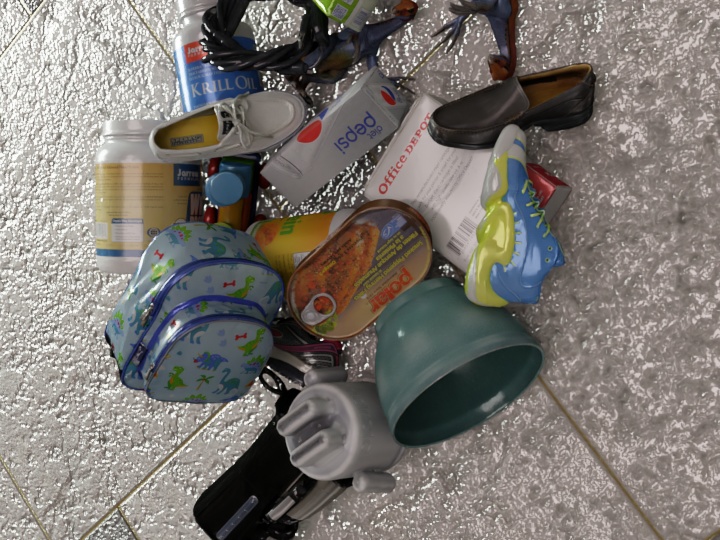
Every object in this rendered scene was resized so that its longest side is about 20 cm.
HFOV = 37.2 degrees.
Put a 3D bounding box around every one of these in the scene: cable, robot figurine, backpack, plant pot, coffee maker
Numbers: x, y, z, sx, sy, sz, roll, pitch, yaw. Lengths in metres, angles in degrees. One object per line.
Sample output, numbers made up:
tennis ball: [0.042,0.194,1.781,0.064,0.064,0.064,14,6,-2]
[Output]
cable: [-0.120,-0.300,1.324,0.161,0.051,0.201,-10,46,2]
robot figurine: [-0.012,0.192,1.292,0.113,0.199,0.171,-34,68,28]
backpack: [-0.185,0.056,1.271,0.147,0.182,0.201,51,122,42]
plant pot: [0.097,0.094,1.253,0.200,0.200,0.135,-42,59,22]
coffee maker: [-0.121,0.261,1.402,0.200,0.134,0.193,-46,64,21]

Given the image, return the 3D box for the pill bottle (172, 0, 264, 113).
pill bottle: [-0.187,-0.263,1.407,0.111,0.112,0.202,-12,88,26]

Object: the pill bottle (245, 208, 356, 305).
pill bottle: [-0.042,-0.018,1.350,0.198,0.111,0.112,-6,90,26]

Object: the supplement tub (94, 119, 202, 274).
supplement tub: [-0.286,-0.099,1.448,0.143,0.144,0.202,2,94,26]

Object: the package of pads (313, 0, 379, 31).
package of pads: [-0.018,-0.403,1.301,0.155,0.068,0.200,-55,43,19]

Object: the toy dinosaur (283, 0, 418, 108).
toy dinosaur: [-0.017,-0.290,1.340,0.181,0.105,0.200,-43,63,3]

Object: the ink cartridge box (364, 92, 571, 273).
ink cartridge box: [0.126,-0.096,1.277,0.200,0.083,0.147,39,108,19]

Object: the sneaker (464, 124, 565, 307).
sneaker: [0.181,-0.055,1.180,0.104,0.076,0.202,11,99,4]

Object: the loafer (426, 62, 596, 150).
loafer: [0.170,-0.191,1.203,0.198,0.073,0.073,-16,58,-11]

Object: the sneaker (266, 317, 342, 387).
sneaker: [-0.114,0.089,1.417,0.199,0.081,0.075,27,87,16]

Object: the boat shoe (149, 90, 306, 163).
boat shoe: [-0.162,-0.180,1.307,0.200,0.086,0.075,-11,91,-6]

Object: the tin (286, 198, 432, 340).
tin: [0.000,0.000,1.261,0.200,0.042,0.112,-41,99,22]

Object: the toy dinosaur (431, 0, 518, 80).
toy dinosaur: [0.162,-0.323,1.241,0.199,0.105,0.182,-29,100,14]

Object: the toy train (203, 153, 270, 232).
toy train: [-0.172,-0.049,1.401,0.084,0.116,0.202,9,107,2]

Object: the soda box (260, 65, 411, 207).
soda box: [-0.033,-0.163,1.328,0.068,0.064,0.199,45,129,-15]
